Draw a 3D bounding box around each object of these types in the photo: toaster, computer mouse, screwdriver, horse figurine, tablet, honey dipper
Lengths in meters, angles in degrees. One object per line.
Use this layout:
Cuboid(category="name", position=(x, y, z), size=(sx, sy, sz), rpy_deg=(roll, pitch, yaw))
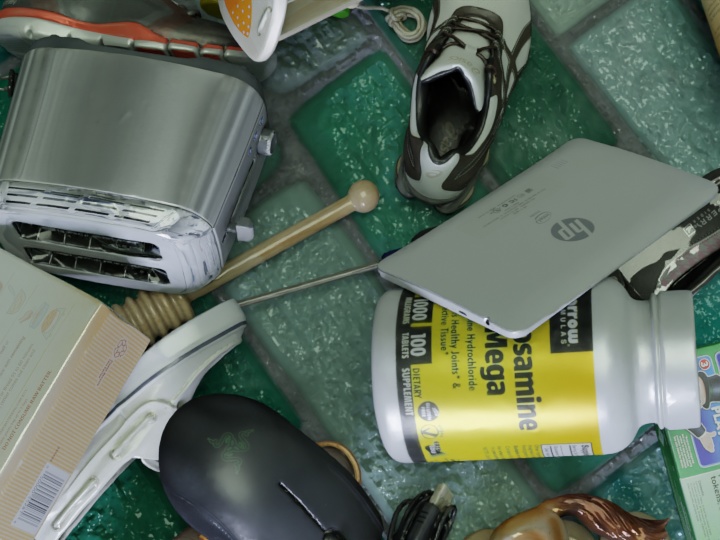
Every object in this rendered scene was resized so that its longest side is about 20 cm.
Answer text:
Cuboid(category="toaster", position=(-0.159, -0.068, 0.967), size=(0.197, 0.114, 0.131), rpy_deg=(10, 64, 5))
Cuboid(category="computer mouse", position=(-0.034, 0.148, 0.919), size=(0.199, 0.053, 0.139), rpy_deg=(38, 66, -12))
Cuboid(category="screwdriver", position=(0.000, 0.000, 1.018), size=(0.198, 0.029, 0.028), rpy_deg=(-17, 80, -1))
Cuboid(category="horse figurine", position=(0.105, 0.210, 0.941), size=(0.133, 0.050, 0.200), rpy_deg=(44, 72, 4))
Cuboid(category="tablet", position=(0.122, -0.028, 0.958), size=(0.199, 0.014, 0.130), rpy_deg=(-33, 38, -29))
Cuboid(category="honey dipper", position=(-0.074, -0.008, 1.013), size=(0.199, 0.038, 0.038), rpy_deg=(-29, 81, -12))

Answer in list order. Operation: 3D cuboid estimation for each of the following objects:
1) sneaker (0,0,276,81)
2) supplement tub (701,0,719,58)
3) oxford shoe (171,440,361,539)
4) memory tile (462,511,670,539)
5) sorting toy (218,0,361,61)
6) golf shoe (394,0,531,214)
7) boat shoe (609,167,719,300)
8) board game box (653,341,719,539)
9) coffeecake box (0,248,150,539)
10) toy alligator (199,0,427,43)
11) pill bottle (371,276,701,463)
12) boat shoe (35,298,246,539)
Cuboid(category="sneaker", position=(-0.152, -0.179, 1.022), size=(0.197, 0.077, 0.083), rpy_deg=(10, 75, 0))
Cuboid(category="supplement tub", position=(0.301, -0.201, 1.004), size=(0.143, 0.144, 0.202), rpy_deg=(-14, 79, -5))
Cuboid(category="oxford shoe", position=(-0.080, 0.181, 0.951), size=(0.199, 0.073, 0.071), rpy_deg=(-39, 82, -9))
Cuboid(category="memory tile", position=(0.116, 0.243, 0.974), size=(0.197, 0.017, 0.155), rpy_deg=(-5, 79, -3))
Cuboid(category="sorting toy", position=(-0.012, -0.258, 0.943), size=(0.107, 0.181, 0.199), rpy_deg=(39, 45, 18))
Cuboid(category="golf shoe", position=(0.077, -0.142, 1.012), size=(0.077, 0.095, 0.202), rpy_deg=(12, 77, 2))
Cuboid(category="boat shoe", position=(0.201, -0.006, 1.006), size=(0.199, 0.057, 0.067), rpy_deg=(-40, 84, -9))
Cuboid(category="board game box", position=(0.277, 0.143, 0.993), size=(0.133, 0.029, 0.202), rpy_deg=(-12, 79, -5))
Cuboid(category="coffeecake box", position=(-0.259, 0.058, 0.939), size=(0.199, 0.073, 0.155), rpy_deg=(25, 79, 25))
Cuboid(category="toy alligator", position=(-0.047, -0.202, 1.039), size=(0.198, 0.054, 0.060), rpy_deg=(14, 79, 1))
Cuboid(category="pill bottle", position=(0.112, 0.061, 0.941), size=(0.197, 0.112, 0.114), rpy_deg=(-4, 78, 12))
Cuboid(category="boat shoe", position=(-0.144, 0.102, 0.968), size=(0.200, 0.072, 0.066), rpy_deg=(-40, 87, -8))
